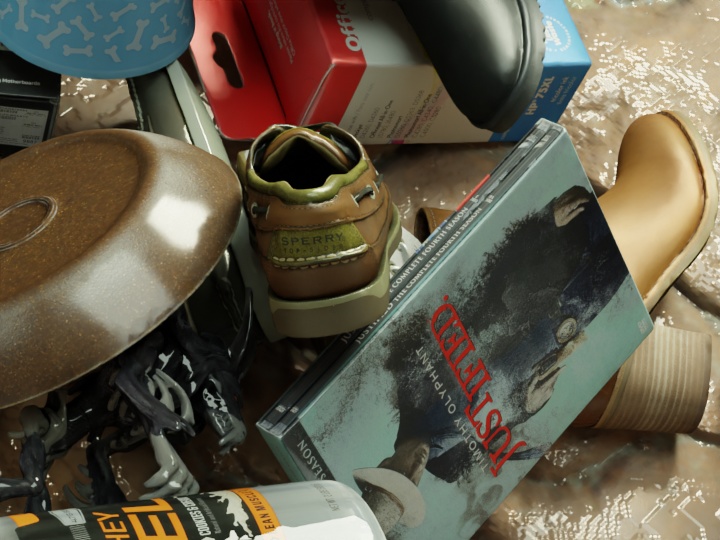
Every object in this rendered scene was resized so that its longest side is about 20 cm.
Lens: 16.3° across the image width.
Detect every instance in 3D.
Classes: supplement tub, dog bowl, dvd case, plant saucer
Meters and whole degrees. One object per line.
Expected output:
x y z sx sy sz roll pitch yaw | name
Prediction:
-0.091 0.156 1.031 0.199 0.123 0.123 -6 55 -21 | supplement tub
-0.158 -0.181 1.293 0.111 0.050 0.200 -17 52 -31 | dog bowl
0.050 0.048 1.162 0.200 0.146 0.022 -45 44 -18 | dvd case
-0.152 -0.009 1.165 0.200 0.037 0.201 -20 31 13 | plant saucer

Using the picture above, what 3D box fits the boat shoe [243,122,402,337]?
-0.017 -0.036 1.136 0.072 0.068 0.200 -11 19 -4 | boat shoe

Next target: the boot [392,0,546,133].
-0.014 -0.155 1.255 0.199 0.066 0.165 19 35 -24 | boot

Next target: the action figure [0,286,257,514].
-0.113 0.089 1.130 0.200 0.119 0.102 -29 65 -19 | action figure

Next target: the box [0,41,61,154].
-0.256 -0.141 1.304 0.199 0.050 0.158 6 51 -12 | box

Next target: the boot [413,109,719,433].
0.100 -0.011 1.301 0.155 0.077 0.201 11 62 -11 | boot

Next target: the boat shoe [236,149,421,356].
0.000 0.000 1.235 0.069 0.071 0.200 -18 48 -11 | boat shoe

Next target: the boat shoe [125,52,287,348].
-0.091 -0.036 1.260 0.060 0.072 0.202 -25 50 2 | boat shoe

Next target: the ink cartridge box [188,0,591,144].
0.010 -0.132 1.353 0.199 0.067 0.116 -3 54 -28 | ink cartridge box
